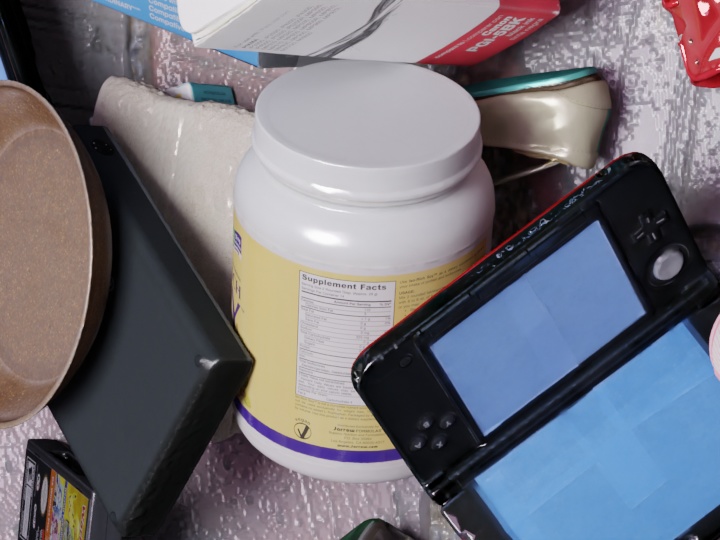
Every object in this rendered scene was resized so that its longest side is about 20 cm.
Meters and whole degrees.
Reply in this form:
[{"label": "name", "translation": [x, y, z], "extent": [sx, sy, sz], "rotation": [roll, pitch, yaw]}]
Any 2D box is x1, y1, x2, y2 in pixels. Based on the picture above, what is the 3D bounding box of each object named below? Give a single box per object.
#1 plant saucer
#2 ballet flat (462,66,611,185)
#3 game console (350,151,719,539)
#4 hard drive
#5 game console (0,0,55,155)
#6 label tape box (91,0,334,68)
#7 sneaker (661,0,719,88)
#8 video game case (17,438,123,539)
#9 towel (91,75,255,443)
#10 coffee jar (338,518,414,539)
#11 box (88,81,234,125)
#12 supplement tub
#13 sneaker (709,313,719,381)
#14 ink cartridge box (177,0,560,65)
[{"label": "plant saucer", "translation": [-0.198, -0.009, 1.483], "extent": [0.200, 0.036, 0.202], "rotation": [-1, 89, 50]}, {"label": "ballet flat", "translation": [0.050, -0.079, 1.464], "extent": [0.199, 0.069, 0.070], "rotation": [0, 91, 30]}, {"label": "game console", "translation": [0.124, 0.070, 1.352], "extent": [0.200, 0.173, 0.119], "rotation": [-37, 45, -4]}, {"label": "hard drive", "translation": [-0.143, 0.034, 1.469], "extent": [0.200, 0.033, 0.140], "rotation": [56, 129, 36]}, {"label": "game console", "translation": [-0.254, -0.116, 1.608], "extent": [0.175, 0.116, 0.201], "rotation": [-25, 78, 28]}, {"label": "label tape box", "translation": [-0.089, -0.166, 1.461], "extent": [0.143, 0.200, 0.067], "rotation": [24, 109, 27]}, {"label": "sneaker", "translation": [0.164, -0.165, 1.386], "extent": [0.199, 0.078, 0.116], "rotation": [19, 99, 30]}, {"label": "video game case", "translation": [-0.183, 0.217, 1.564], "extent": [0.181, 0.025, 0.202], "rotation": [-162, 77, -70]}, {"label": "towel", "translation": [-0.111, -0.006, 1.516], "extent": [0.132, 0.034, 0.202], "rotation": [15, 100, 29]}, {"label": "coffee jar", "translation": [-0.044, 0.236, 1.497], "extent": [0.200, 0.104, 0.085], "rotation": [-39, 98, 25]}, {"label": "box", "translation": [-0.102, -0.008, 1.559], "extent": [0.082, 0.049, 0.201], "rotation": [-16, 83, 31]}, {"label": "supplement tub", "translation": [0.000, 0.000, 1.410], "extent": [0.145, 0.145, 0.201], "rotation": [22, 126, 28]}, {"label": "sneaker", "translation": [0.273, 0.055, 1.285], "extent": [0.199, 0.105, 0.076], "rotation": [8, 95, 9]}, {"label": "ink cartridge box", "translation": [-0.003, -0.195, 1.360], "extent": [0.083, 0.199, 0.148], "rotation": [-26, 71, 48]}]
